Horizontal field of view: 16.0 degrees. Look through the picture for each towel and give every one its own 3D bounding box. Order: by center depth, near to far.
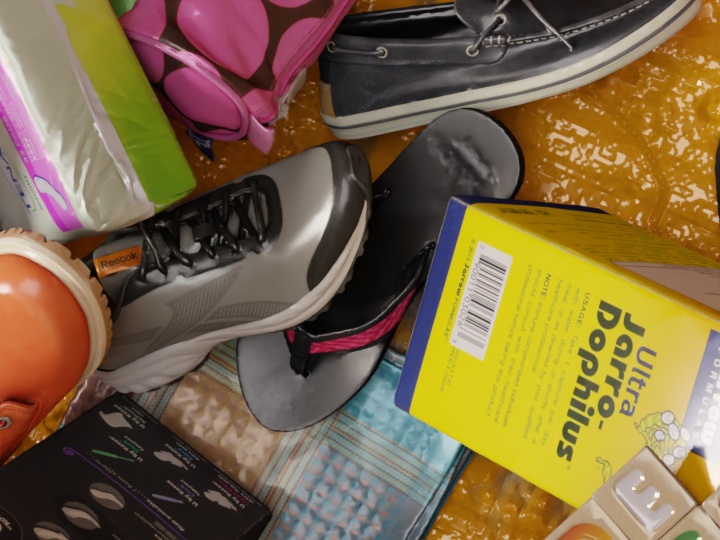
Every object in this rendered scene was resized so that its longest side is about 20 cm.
[{"bbox_3d":[-0.050,0.086,1.312,0.200,0.022,0.147,29,95,11],"label":"towel"}]

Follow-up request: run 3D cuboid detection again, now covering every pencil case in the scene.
[{"bbox_3d":[-0.033,-0.154,1.244,0.093,0.091,0.200,29,69,14],"label":"pencil case"}]

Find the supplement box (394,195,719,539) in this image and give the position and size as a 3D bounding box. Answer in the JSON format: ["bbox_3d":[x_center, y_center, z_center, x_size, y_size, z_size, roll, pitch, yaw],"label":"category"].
[{"bbox_3d":[0.129,0.049,1.178,0.200,0.109,0.110,27,107,44],"label":"supplement box"}]

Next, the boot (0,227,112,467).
[{"bbox_3d":[-0.182,0.064,1.190,0.075,0.107,0.200,36,137,0],"label":"boot"}]

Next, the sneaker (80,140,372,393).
[{"bbox_3d":[-0.076,-0.003,1.238,0.200,0.079,0.074,-31,52,28],"label":"sneaker"}]

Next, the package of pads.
[{"bbox_3d":[-0.170,-0.108,1.221,0.068,0.154,0.201,-28,98,-24],"label":"package of pads"}]

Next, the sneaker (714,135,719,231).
[{"bbox_3d":[0.228,-0.010,1.238,0.086,0.080,0.201,-3,84,-15],"label":"sneaker"}]

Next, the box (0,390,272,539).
[{"bbox_3d":[-0.147,0.158,1.230,0.106,0.200,0.122,37,114,9],"label":"box"}]

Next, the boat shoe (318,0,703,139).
[{"bbox_3d":[0.069,-0.118,1.259,0.199,0.075,0.062,-13,108,16],"label":"boat shoe"}]

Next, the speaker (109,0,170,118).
[{"bbox_3d":[-0.118,-0.178,1.295,0.088,0.088,0.201,-7,88,12],"label":"speaker"}]

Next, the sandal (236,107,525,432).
[{"bbox_3d":[0.000,0.000,1.255,0.075,0.045,0.200,44,112,8],"label":"sandal"}]

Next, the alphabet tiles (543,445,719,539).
[{"bbox_3d":[0.130,0.180,1.085,0.200,0.008,0.167,-44,80,17],"label":"alphabet tiles"}]
